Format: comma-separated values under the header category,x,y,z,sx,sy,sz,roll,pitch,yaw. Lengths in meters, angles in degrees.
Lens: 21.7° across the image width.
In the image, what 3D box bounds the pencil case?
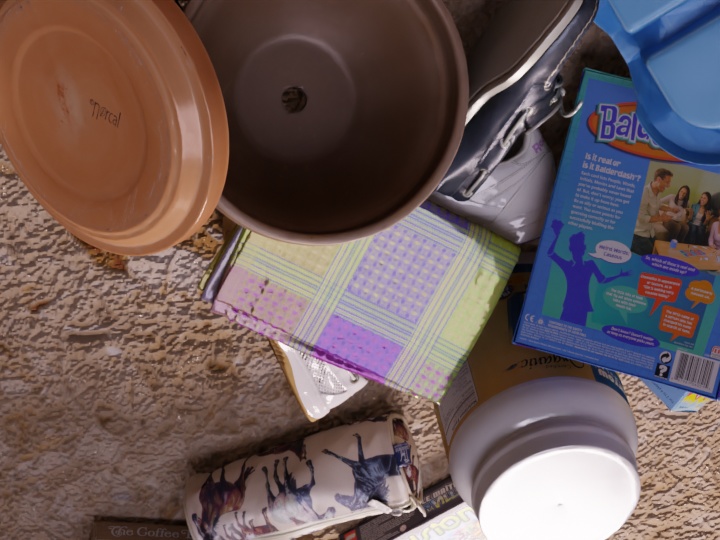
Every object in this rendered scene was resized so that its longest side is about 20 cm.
category,x,y,z,sx,sy,sz,roll,pitch,yaw
pencil case,-0.047,0.183,1.533,0.198,0.090,0.078,-18,134,5

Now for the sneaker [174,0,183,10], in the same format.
category,x,y,z,sx,sy,sz,roll,pitch,yaw
sneaker,-0.150,-0.130,1.239,0.079,0.074,0.201,-1,132,-14

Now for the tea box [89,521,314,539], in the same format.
category,x,y,z,sx,sy,sz,roll,pitch,yaw
tea box,-0.135,0.330,1.572,0.198,0.198,0.134,5,131,-18

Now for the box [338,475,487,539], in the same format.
category,x,y,z,sx,sy,sz,roll,pitch,yaw
box,0.092,0.227,1.640,0.199,0.035,0.110,-30,131,15

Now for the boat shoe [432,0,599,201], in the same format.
category,x,y,z,sx,sy,sz,roll,pitch,yaw
boat shoe,0.101,-0.118,1.251,0.061,0.075,0.200,24,126,-21

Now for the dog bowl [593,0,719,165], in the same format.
category,x,y,z,sx,sy,sz,roll,pitch,yaw
dog bowl,0.212,-0.168,1.240,0.111,0.050,0.201,-30,97,20

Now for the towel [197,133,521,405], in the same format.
category,x,y,z,sx,sy,sz,roll,pitch,yaw
towel,0.000,0.000,1.330,0.198,0.023,0.145,24,107,-14

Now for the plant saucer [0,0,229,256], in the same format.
category,x,y,z,sx,sy,sz,roll,pitch,yaw
plant saucer,-0.168,-0.102,1.179,0.032,0.200,0.202,-34,152,-46

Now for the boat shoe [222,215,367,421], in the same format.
category,x,y,z,sx,sy,sz,roll,pitch,yaw
boat shoe,-0.045,0.024,1.409,0.069,0.071,0.201,-27,132,-5

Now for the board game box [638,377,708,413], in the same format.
category,x,y,z,sx,sy,sz,roll,pitch,yaw
board game box,0.268,-0.004,1.368,0.200,0.105,0.103,-48,162,10

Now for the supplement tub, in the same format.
category,x,y,z,sx,sy,sz,roll,pitch,yaw
supplement tub,0.128,0.101,1.421,0.143,0.201,0.146,-6,133,-7

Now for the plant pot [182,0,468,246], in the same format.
category,x,y,z,sx,sy,sz,roll,pitch,yaw
plant pot,-0.036,-0.117,1.235,0.198,0.093,0.203,0,90,-15

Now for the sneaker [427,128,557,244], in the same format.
category,x,y,z,sx,sy,sz,roll,pitch,yaw
sneaker,0.047,-0.056,1.364,0.198,0.075,0.101,-15,116,-1

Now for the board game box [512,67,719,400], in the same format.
category,x,y,z,sx,sy,sz,roll,pitch,yaw
board game box,0.205,-0.026,1.310,0.151,0.045,0.202,16,91,17
